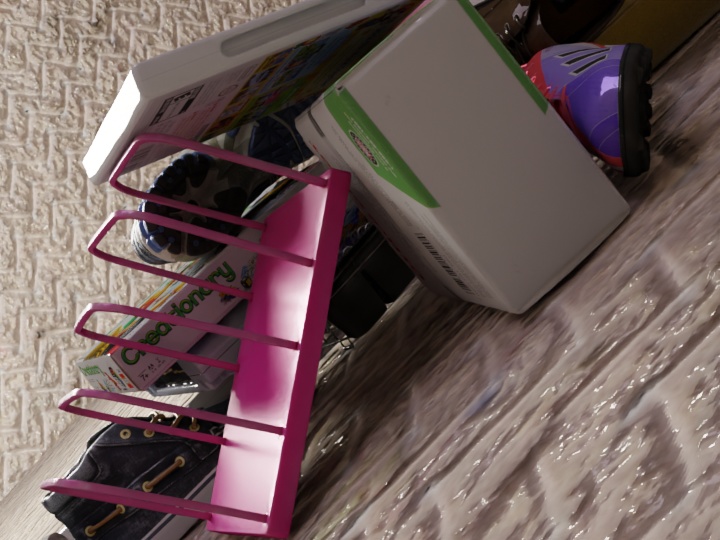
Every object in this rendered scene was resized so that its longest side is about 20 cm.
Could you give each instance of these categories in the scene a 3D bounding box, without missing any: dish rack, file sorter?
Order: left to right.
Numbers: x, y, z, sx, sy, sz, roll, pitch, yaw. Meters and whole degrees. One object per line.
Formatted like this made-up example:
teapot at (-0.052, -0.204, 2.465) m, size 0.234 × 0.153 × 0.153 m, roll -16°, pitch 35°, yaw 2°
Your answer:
file sorter at (-0.100, 0.040, 0.737) m, size 0.139 × 0.124 × 0.203 m, roll 153°, pitch 128°, yaw -68°
dish rack at (0.000, 0.000, 0.998) m, size 0.154 × 0.055 × 0.200 m, roll -47°, pitch 8°, yaw -21°

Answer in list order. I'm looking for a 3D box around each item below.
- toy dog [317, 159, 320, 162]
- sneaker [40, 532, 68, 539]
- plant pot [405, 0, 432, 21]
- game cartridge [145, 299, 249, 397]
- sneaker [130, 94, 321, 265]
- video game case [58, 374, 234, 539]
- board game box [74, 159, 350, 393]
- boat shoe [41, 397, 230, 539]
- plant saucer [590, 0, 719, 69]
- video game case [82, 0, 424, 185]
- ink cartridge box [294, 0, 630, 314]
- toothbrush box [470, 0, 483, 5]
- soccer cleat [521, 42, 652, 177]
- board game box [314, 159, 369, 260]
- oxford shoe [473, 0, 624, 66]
toy dog at (-0.031, -0.019, 1.233) m, size 0.132 × 0.096 × 0.202 m, roll -32°, pitch 30°, yaw 49°
sneaker at (-0.211, 0.236, 0.798) m, size 0.104 × 0.076 × 0.200 m, roll -40°, pitch 12°, yaw -1°
plant pot at (0.089, -0.228, 1.290) m, size 0.178 × 0.201 × 0.200 m, roll -19°, pitch 22°, yaw 36°
game cartridge at (-0.095, 0.035, 0.939) m, size 0.133 × 0.041 × 0.200 m, roll -41°, pitch 9°, yaw -22°
sneaker at (-0.093, -0.076, 0.901) m, size 0.200 × 0.077 × 0.085 m, roll -45°, pitch 8°, yaw -32°
video game case at (-0.157, 0.150, 1.038) m, size 0.200 × 0.023 × 0.182 m, roll -46°, pitch -4°, yaw 3°
board game box at (-0.102, 0.006, 0.886) m, size 0.200 × 0.035 × 0.126 m, roll -44°, pitch 11°, yaw -21°
boat shoe at (-0.128, 0.121, 0.906) m, size 0.200 × 0.091 × 0.071 m, roll -46°, pitch 8°, yaw -8°
plant saucer at (0.199, -0.182, 0.908) m, size 0.200 × 0.048 × 0.200 m, roll -43°, pitch 9°, yaw 20°
video game case at (-0.066, -0.113, 0.757) m, size 0.181 × 0.023 × 0.200 m, roll -25°, pitch -1°, yaw -21°
ink cartridge box at (0.045, -0.061, 0.718) m, size 0.084 × 0.146 × 0.200 m, roll -40°, pitch 8°, yaw -5°
toothbrush box at (0.166, -0.248, 1.045) m, size 0.145 × 0.087 × 0.199 m, roll -42°, pitch -16°, yaw 24°
soccer cleat at (0.118, -0.091, 0.700) m, size 0.072 × 0.069 × 0.200 m, roll 1°, pitch 13°, yaw 7°
board game box at (-0.006, -0.054, 1.091) m, size 0.200 × 0.045 × 0.135 m, roll -46°, pitch -21°, yaw -26°
oxford shoe at (0.092, -0.141, 0.823) m, size 0.200 × 0.073 × 0.084 m, roll -45°, pitch 9°, yaw 6°
